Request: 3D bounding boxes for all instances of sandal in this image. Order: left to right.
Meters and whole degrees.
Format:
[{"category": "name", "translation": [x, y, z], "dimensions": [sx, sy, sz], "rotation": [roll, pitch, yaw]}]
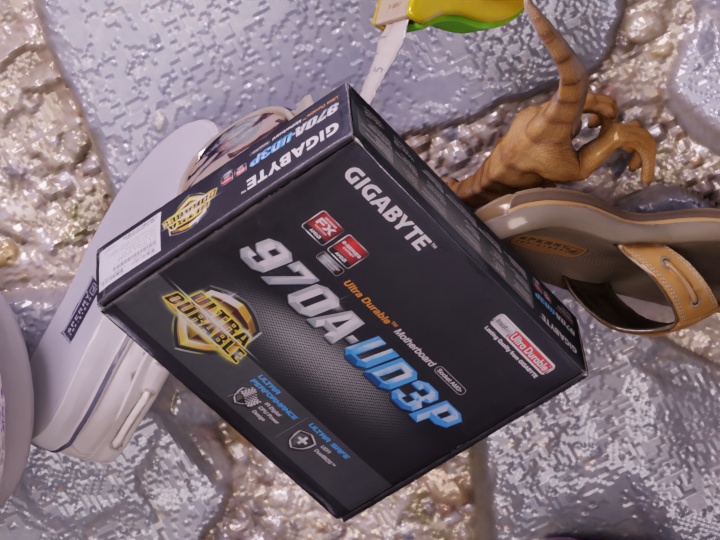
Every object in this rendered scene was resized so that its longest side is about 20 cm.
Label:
[{"category": "sandal", "translation": [0.142, 0.003, 1.468], "dimensions": [0.199, 0.054, 0.080], "rotation": [10, 148, -29]}]

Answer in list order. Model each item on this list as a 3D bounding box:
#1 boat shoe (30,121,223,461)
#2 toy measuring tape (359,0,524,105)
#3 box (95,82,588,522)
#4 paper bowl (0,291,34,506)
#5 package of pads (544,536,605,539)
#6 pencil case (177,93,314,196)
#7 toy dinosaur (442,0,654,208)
[{"category": "boat shoe", "translation": [-0.109, 0.016, 1.527], "dimensions": [0.066, 0.072, 0.201], "rotation": [23, 102, -33]}, {"category": "toy measuring tape", "translation": [0.043, -0.119, 1.436], "dimensions": [0.073, 0.074, 0.201], "rotation": [19, 76, -1]}, {"category": "box", "translation": [-0.008, 0.021, 1.411], "dimensions": [0.159, 0.046, 0.200], "rotation": [-32, 126, 19]}, {"category": "paper bowl", "translation": [-0.247, 0.067, 1.516], "dimensions": [0.104, 0.200, 0.202], "rotation": [-8, 117, -37]}, {"category": "package of pads", "translation": [0.152, 0.208, 1.503], "dimensions": [0.120, 0.200, 0.076], "rotation": [6, 106, 1]}, {"category": "pencil case", "translation": [0.000, 0.000, 1.476], "dimensions": [0.089, 0.078, 0.200], "rotation": [-30, 127, 24]}, {"category": "toy dinosaur", "translation": [0.095, -0.066, 1.435], "dimensions": [0.200, 0.106, 0.061], "rotation": [-51, 56, 54]}]
